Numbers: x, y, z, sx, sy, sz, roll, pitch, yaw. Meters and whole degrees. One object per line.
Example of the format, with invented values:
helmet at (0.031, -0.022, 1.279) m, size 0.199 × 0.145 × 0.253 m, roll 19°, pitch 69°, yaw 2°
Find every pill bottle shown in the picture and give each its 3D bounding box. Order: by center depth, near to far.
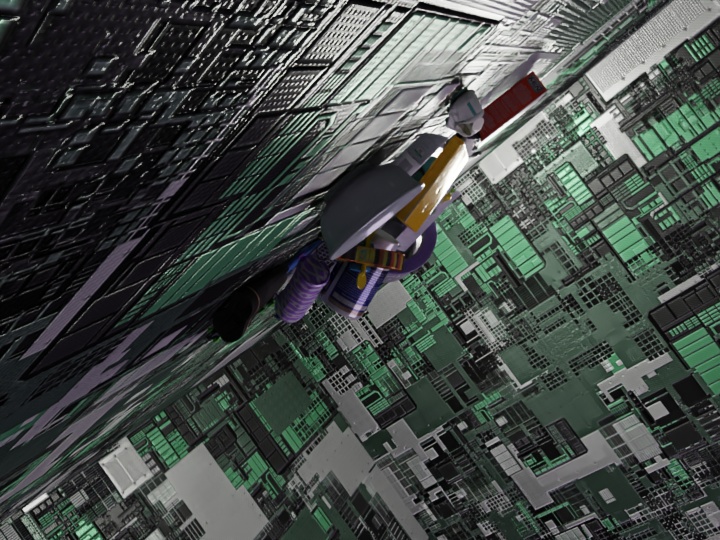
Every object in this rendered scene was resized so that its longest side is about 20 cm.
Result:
pill bottle at (0.000, 0.000, 1.496) m, size 0.202 × 0.115 × 0.116 m, roll -59°, pitch 173°, yaw 14°

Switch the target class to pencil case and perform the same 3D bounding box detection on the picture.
pencil case at (-0.139, 0.043, 1.513) m, size 0.083 × 0.086 × 0.200 m, roll -30°, pitch 167°, yaw -40°

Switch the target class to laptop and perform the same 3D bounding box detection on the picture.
laptop at (-0.107, 0.006, 1.568) m, size 0.187 × 0.199 × 0.117 m, roll -38°, pitch -149°, yaw 37°

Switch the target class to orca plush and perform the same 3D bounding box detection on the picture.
orca plush at (0.229, -0.310, 1.483) m, size 0.103 × 0.072 × 0.200 m, roll 7°, pitch 174°, yaw 9°

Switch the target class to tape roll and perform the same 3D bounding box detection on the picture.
tape roll at (0.095, -0.091, 1.669) m, size 0.199 × 0.201 × 0.085 m, roll -37°, pitch 178°, yaw 2°

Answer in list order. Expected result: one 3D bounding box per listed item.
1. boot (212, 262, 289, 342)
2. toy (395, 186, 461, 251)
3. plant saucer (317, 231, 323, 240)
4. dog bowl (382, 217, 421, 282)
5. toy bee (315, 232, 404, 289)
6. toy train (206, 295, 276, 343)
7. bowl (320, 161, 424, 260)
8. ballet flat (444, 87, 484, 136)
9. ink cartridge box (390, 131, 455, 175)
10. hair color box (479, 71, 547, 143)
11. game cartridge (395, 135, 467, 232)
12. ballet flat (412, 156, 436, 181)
boot at (-0.232, 0.071, 1.414) m, size 0.138 × 0.078 × 0.200 m, roll -43°, pitch -177°, yaw -43°
toy at (0.144, -0.134, 1.554) m, size 0.200 × 0.047 × 0.115 m, roll -43°, pitch 160°, yaw 16°
plant saucer at (0.004, -0.105, 1.350) m, size 0.198 × 0.031 × 0.200 m, roll -28°, pitch -168°, yaw 6°
dog bowl at (0.066, -0.071, 1.754) m, size 0.199 × 0.201 × 0.059 m, roll -37°, pitch 167°, yaw 3°
toy bee at (-0.011, -0.026, 1.380) m, size 0.197 × 0.133 × 0.109 m, roll -14°, pitch 171°, yaw 12°
toy train at (-0.282, 0.107, 1.553) m, size 0.198 × 0.042 × 0.056 m, roll -33°, pitch -172°, yaw 6°
bowl at (0.003, -0.113, 1.075) m, size 0.200 × 0.091 × 0.201 m, roll -37°, pitch 178°, yaw -2°
ballet flat at (0.191, -0.273, 1.177) m, size 0.069 × 0.070 × 0.200 m, roll -37°, pitch 178°, yaw 7°
ink cartridge box at (0.101, -0.218, 1.287) m, size 0.161 × 0.050 × 0.200 m, roll -40°, pitch -174°, yaw 46°
hair color box at (0.338, -0.377, 1.556) m, size 0.199 × 0.062 × 0.102 m, roll -37°, pitch 178°, yaw -1°
game cartridge at (0.153, -0.178, 1.370) m, size 0.201 × 0.032 × 0.176 m, roll -56°, pitch 168°, yaw 4°
ballet flat at (0.126, -0.206, 1.471) m, size 0.069 × 0.070 × 0.200 m, roll -39°, pitch -178°, yaw 41°
